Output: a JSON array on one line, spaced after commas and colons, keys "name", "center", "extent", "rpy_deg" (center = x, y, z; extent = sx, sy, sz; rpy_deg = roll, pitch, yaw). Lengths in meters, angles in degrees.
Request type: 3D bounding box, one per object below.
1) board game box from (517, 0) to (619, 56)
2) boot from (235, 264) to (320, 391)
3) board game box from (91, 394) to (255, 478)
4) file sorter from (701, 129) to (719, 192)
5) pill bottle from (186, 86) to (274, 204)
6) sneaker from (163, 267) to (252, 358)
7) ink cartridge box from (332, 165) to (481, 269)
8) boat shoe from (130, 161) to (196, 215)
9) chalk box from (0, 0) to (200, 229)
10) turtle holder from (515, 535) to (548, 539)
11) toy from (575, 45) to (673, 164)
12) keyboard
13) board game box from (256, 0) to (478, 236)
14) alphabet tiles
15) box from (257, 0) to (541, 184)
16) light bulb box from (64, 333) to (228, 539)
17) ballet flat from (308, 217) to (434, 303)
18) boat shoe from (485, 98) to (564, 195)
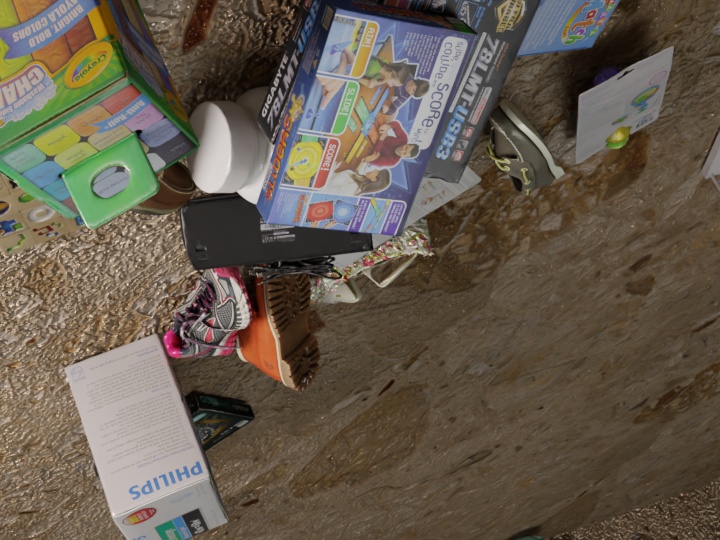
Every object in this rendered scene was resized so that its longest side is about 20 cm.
[{"name": "board game box", "center": [0.166, -0.265, 1.202], "extent": [0.200, 0.037, 0.151], "rpy_deg": [-11, 151, -26]}, {"name": "boot", "center": [-0.115, 0.049, 1.507], "extent": [0.075, 0.107, 0.200], "rpy_deg": [-40, 139, -39]}, {"name": "board game box", "center": [-0.266, 0.243, 1.798], "extent": [0.200, 0.028, 0.135], "rpy_deg": [-34, 153, 19]}, {"name": "file sorter", "center": [0.596, -0.156, 1.711], "extent": [0.200, 0.125, 0.139], "rpy_deg": [-21, 155, -10]}, {"name": "pill bottle", "center": [-0.059, -0.118, 1.191], "extent": [0.200, 0.112, 0.112], "rpy_deg": [-5, 148, -38]}, {"name": "sneaker", "center": [-0.175, 0.050, 1.449], "extent": [0.075, 0.081, 0.200], "rpy_deg": [-12, 152, -23]}, {"name": "ink cartridge box", "center": [0.015, -0.087, 1.400], "extent": [0.200, 0.057, 0.163], "rpy_deg": [-36, 153, 12]}, {"name": "boat shoe", "center": [-0.206, -0.107, 1.110], "extent": [0.074, 0.076, 0.200], "rpy_deg": [-38, 153, 17]}, {"name": "chalk box", "center": [-0.210, -0.128, 0.925], "extent": [0.124, 0.200, 0.124], "rpy_deg": [-29, 155, 6]}, {"name": "turtle holder", "center": [0.464, 0.784, 3.398], "extent": [0.132, 0.141, 0.186], "rpy_deg": [-30, 154, 6]}, {"name": "toy", "center": [0.289, -0.198, 1.437], "extent": [0.115, 0.047, 0.200], "rpy_deg": [-29, 159, -1]}, {"name": "keyboard", "center": [-0.088, -0.038, 1.334], "extent": [0.200, 0.104, 0.040], "rpy_deg": [-6, -165, -6]}, {"name": "board game box", "center": [0.004, -0.126, 1.069], "extent": [0.135, 0.034, 0.200], "rpy_deg": [5, 121, -28]}, {"name": "alphabet tiles", "center": [-0.292, -0.077, 1.180], "extent": [0.200, 0.006, 0.166], "rpy_deg": [-21, 154, -9]}, {"name": "box", "center": [0.036, -0.186, 1.096], "extent": [0.198, 0.050, 0.200], "rpy_deg": [8, 119, -31]}, {"name": "light bulb box", "center": [-0.261, 0.220, 1.555], "extent": [0.125, 0.200, 0.198], "rpy_deg": [-21, 155, -9]}, {"name": "ballet flat", "center": [0.000, 0.000, 1.520], "extent": [0.200, 0.064, 0.076], "rpy_deg": [-31, 176, 12]}, {"name": "boat shoe", "center": [0.179, -0.134, 1.428], "extent": [0.060, 0.072, 0.202], "rpy_deg": [-35, 158, 10]}]
